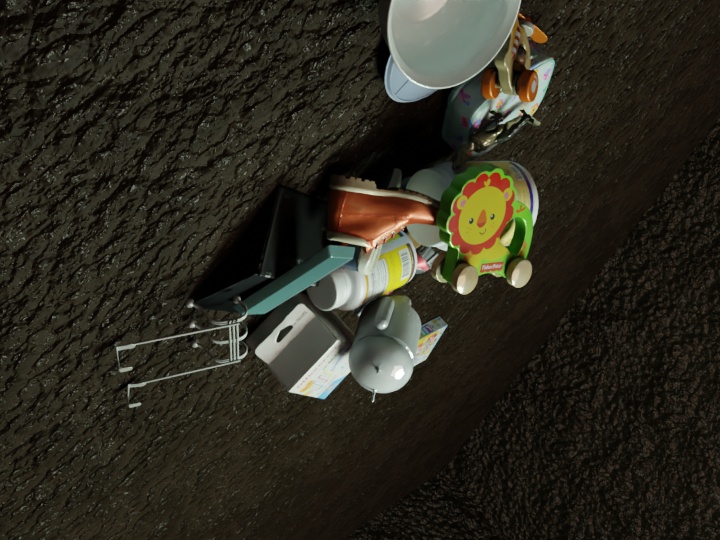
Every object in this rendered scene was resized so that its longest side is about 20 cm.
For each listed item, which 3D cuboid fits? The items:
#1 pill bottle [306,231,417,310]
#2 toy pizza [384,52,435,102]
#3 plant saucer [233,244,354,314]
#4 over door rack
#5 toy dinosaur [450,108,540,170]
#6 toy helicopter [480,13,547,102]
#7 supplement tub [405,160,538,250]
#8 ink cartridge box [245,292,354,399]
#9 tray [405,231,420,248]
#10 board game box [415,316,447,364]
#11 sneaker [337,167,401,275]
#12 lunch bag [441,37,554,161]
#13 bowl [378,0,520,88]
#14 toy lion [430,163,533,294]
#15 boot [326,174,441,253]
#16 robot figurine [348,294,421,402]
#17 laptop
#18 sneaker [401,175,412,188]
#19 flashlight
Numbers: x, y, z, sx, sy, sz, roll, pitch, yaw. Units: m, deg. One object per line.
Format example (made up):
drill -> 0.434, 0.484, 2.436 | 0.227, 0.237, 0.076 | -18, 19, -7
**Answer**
pill bottle -> 0.000, 0.000, 1.498 | 0.198, 0.109, 0.110 | -23, 150, -44
toy pizza -> 0.103, -0.323, 1.216 | 0.199, 0.032, 0.201 | -37, 158, -18
plant saucer -> -0.096, 0.017, 1.281 | 0.199, 0.019, 0.069 | -32, 162, 29
over door rack -> -0.262, 0.110, 1.280 | 0.197, 0.067, 0.149 | -22, 155, -18
toy dinosaur -> 0.224, -0.224, 1.388 | 0.198, 0.048, 0.088 | -26, 170, -22
toy helicopter -> 0.227, -0.358, 1.296 | 0.133, 0.078, 0.202 | -57, 144, -33
supplement tub -> 0.183, -0.109, 1.459 | 0.197, 0.146, 0.147 | -6, 139, -36
ink cartridge box -> -0.095, 0.132, 1.538 | 0.129, 0.125, 0.200 | -46, 159, 5
tray -> 0.126, -0.078, 1.648 | 0.199, 0.037, 0.098 | -35, 180, -28
board game box -> 0.122, 0.200, 2.186 | 0.198, 0.034, 0.135 | -22, 149, -46
sneaker -> 0.008, -0.090, 1.402 | 0.076, 0.083, 0.202 | 85, 24, -54
lunch bag -> 0.227, -0.288, 1.444 | 0.199, 0.077, 0.161 | -38, 156, -19
bowl -> 0.094, -0.332, 1.062 | 0.198, 0.090, 0.204 | -20, 131, -25
toy lion -> 0.195, -0.068, 1.353 | 0.197, 0.068, 0.195 | -5, 114, -37
boot -> 0.041, -0.076, 1.326 | 0.075, 0.196, 0.109 | -163, -99, -76
robot figurine -> 0.042, 0.127, 1.506 | 0.202, 0.111, 0.172 | -73, 161, -48
laptop -> -0.145, -0.023, 1.327 | 0.187, 0.114, 0.204 | 13, 91, -66
sneaker -> 0.112, -0.112, 1.530 | 0.198, 0.090, 0.079 | -17, 146, -48
flashlight -> 0.067, 0.022, 1.722 | 0.200, 0.068, 0.068 | -45, 170, -2
